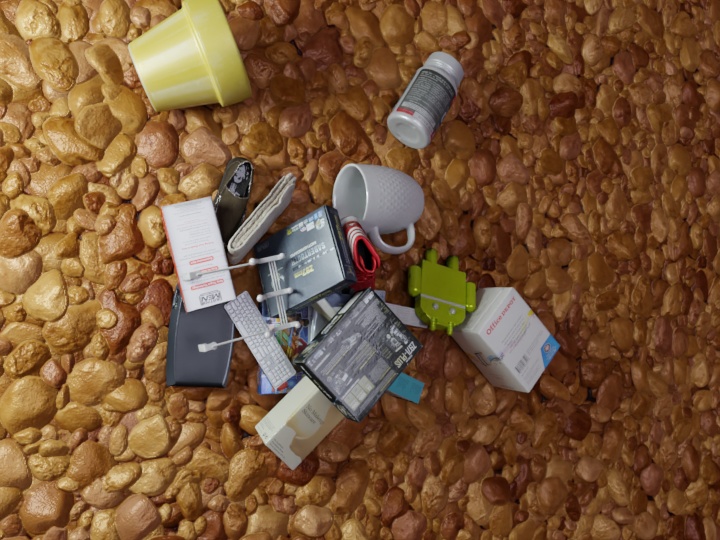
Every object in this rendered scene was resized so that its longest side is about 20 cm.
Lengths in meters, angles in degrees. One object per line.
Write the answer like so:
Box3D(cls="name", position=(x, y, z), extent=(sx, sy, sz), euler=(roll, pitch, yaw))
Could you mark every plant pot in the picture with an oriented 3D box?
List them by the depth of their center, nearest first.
Box3D(cls="plant pot", position=(-0.329, -0.400, 1.186), extent=(0.186, 0.201, 0.205), euler=(-22, 97, -7))

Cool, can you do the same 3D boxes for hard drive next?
Box3D(cls="hard drive", position=(-0.314, 0.132, 1.238), extent=(0.132, 0.042, 0.205), euler=(7, 85, -24))

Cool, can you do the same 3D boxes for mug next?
Box3D(cls="mug", position=(0.054, -0.129, 1.349), extent=(0.172, 0.148, 0.204), euler=(-1, 64, -33))

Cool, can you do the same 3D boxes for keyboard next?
Box3D(cls="keyboard", position=(-0.203, 0.142, 1.262), extent=(0.056, 0.011, 0.202), euler=(-35, 102, -27))

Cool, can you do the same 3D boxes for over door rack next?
Box3D(cls="over door rack", position=(-0.217, 0.059, 1.154), extent=(0.196, 0.066, 0.151), euler=(-13, 91, -20))

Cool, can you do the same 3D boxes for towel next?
Box3D(cls="towel", position=(-0.198, -0.101, 1.252), extent=(0.034, 0.133, 0.201), euler=(37, 73, -1))

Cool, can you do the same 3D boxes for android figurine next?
Box3D(cls="android figurine", position=(0.187, 0.051, 1.435), extent=(0.179, 0.041, 0.204), euler=(18, 60, -19))

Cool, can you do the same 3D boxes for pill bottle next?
Box3D(cls="pill bottle", position=(0.155, -0.395, 1.435), extent=(0.113, 0.113, 0.202), euler=(36, 74, -18))

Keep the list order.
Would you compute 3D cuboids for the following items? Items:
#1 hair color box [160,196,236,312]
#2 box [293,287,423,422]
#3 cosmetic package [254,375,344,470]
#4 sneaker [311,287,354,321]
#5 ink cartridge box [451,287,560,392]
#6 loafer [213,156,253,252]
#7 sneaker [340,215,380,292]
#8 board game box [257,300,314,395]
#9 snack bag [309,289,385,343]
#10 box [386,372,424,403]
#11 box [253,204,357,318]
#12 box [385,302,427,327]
Box3D(cls="hair color box", position=(-0.312, -0.030, 1.193), extent=(0.099, 0.061, 0.205), euler=(-14, 90, -20))
Box3D(cls="box", position=(-0.004, 0.163, 1.219), extent=(0.164, 0.086, 0.200), euler=(46, 71, -9))
Box3D(cls="cosmetic package", position=(-0.108, 0.295, 1.279), extent=(0.200, 0.071, 0.106), euler=(-45, 122, -9))
Box3D(cls="sneaker", position=(-0.027, 0.089, 1.301), extent=(0.085, 0.075, 0.201), euler=(-46, 110, -20))
Box3D(cls="ink cartridge box", position=(0.337, 0.160, 1.475), extent=(0.147, 0.144, 0.201), euler=(-47, 105, -19))
Box3D(cls="loafer", position=(-0.263, -0.138, 1.257), extent=(0.072, 0.071, 0.205), euler=(14, 82, -23))
Box3D(cls="sneaker", position=(0.000, 0.000, 1.265), extent=(0.077, 0.116, 0.203), euler=(-22, 128, -5))
Box3D(cls="board game box", position=(-0.150, 0.156, 1.314), extent=(0.133, 0.034, 0.205), euler=(2, 87, -25))
Box3D(cls="snack bag", position=(-0.029, 0.127, 1.357), extent=(0.197, 0.021, 0.193), euler=(10, 83, -37))
Box3D(cls="box", position=(0.042, 0.230, 1.348), extent=(0.198, 0.082, 0.050), euler=(31, 74, -34))
Box3D(cls="box", position=(-0.114, -0.014, 1.236), extent=(0.051, 0.198, 0.161), euler=(11, 58, -57))
Box3D(cls="box", position=(0.070, 0.097, 1.394), extent=(0.197, 0.038, 0.042), euler=(12, 81, -36))
